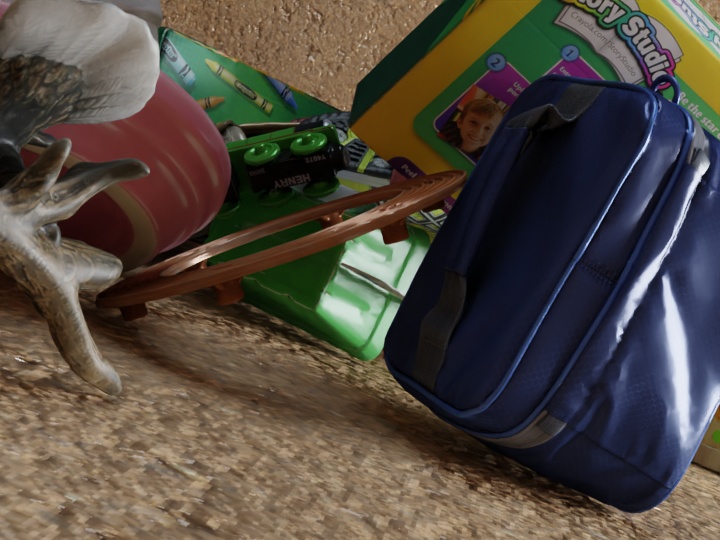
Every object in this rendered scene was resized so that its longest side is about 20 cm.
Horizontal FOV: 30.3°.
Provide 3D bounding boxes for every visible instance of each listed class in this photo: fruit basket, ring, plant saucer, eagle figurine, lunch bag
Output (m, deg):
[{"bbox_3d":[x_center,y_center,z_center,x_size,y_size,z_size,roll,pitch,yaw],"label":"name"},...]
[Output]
[{"bbox_3d":[0.000,0.000,0.869,0.185,0.094,0.200,24,4,37],"label":"fruit basket"},{"bbox_3d":[-0.038,-0.012,0.680,0.199,0.019,0.200,-17,8,2],"label":"ring"},{"bbox_3d":[-0.165,-0.053,0.646,0.199,0.051,0.201,11,-25,5],"label":"plant saucer"},{"bbox_3d":[-0.184,-0.047,0.506,0.200,0.153,0.150,30,30,36],"label":"eagle figurine"},{"bbox_3d":[0.108,-0.002,0.648,0.132,0.201,0.136,29,-2,-26],"label":"lunch bag"}]

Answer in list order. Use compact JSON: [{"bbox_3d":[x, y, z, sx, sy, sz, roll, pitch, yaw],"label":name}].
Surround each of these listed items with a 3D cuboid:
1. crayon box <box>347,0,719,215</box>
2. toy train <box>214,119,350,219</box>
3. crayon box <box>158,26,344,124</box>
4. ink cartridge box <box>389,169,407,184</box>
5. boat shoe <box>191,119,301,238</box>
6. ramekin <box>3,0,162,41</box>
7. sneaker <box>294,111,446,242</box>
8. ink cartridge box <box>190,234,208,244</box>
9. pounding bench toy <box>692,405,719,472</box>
[{"bbox_3d":[0.124,-0.083,0.743,0.200,0.172,0.058,39,31,-19],"label":"crayon box"},{"bbox_3d":[-0.101,-0.054,0.798,0.199,0.042,0.057,-11,30,10],"label":"toy train"},{"bbox_3d":[-0.123,-0.135,1.074,0.118,0.059,0.199,11,-6,45],"label":"crayon box"},{"bbox_3d":[0.106,-0.122,0.797,0.116,0.201,0.068,20,36,-5],"label":"ink cartridge box"},{"bbox_3d":[-0.091,-0.071,0.907,0.199,0.066,0.074,-12,62,-32],"label":"boat shoe"},{"bbox_3d":[-0.211,-0.106,0.801,0.201,0.095,0.202,-10,4,1],"label":"ramekin"},{"bbox_3d":[0.039,-0.052,0.907,0.199,0.077,0.076,11,40,-19],"label":"sneaker"},{"bbox_3d":[-0.134,-0.067,1.033,0.199,0.084,0.175,18,-4,-26],"label":"ink cartridge box"},{"bbox_3d":[0.248,0.051,0.903,0.124,0.157,0.200,22,6,24],"label":"pounding bench toy"}]
